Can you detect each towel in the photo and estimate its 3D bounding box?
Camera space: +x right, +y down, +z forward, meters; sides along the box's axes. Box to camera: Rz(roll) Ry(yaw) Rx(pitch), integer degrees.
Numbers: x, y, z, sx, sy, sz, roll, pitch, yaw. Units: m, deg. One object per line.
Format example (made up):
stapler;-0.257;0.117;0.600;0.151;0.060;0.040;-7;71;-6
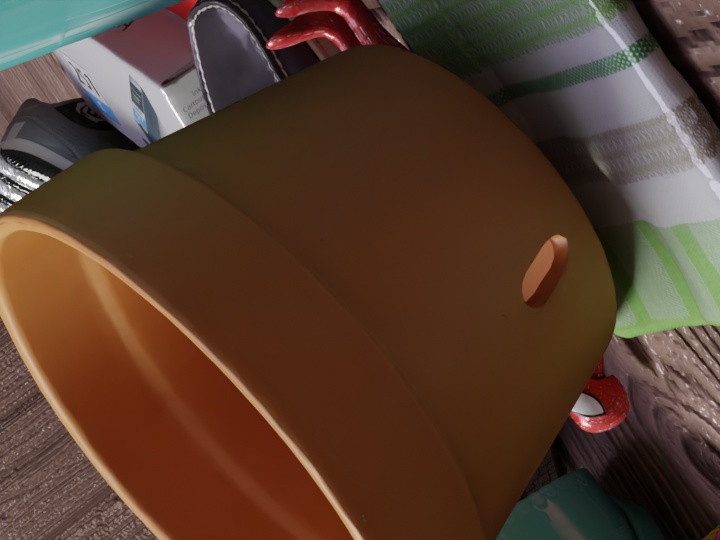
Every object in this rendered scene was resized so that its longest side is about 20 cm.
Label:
towel;0.054;-0.062;0.678;0.201;0.031;0.149;55;168;-6

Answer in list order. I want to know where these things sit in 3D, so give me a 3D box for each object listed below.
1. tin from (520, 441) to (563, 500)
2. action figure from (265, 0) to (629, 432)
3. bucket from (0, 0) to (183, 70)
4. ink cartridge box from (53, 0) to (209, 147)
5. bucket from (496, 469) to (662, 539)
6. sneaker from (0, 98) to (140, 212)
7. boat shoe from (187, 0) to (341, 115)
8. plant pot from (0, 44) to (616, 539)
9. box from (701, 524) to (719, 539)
tin;0.049;0.066;1.015;0.112;0.042;0.201;49;167;33
action figure;0.036;-0.021;0.816;0.200;0.052;0.065;50;162;4
bucket;-0.100;-0.164;0.650;0.208;0.134;0.208;53;161;28
ink cartridge box;-0.125;-0.132;1.093;0.200;0.045;0.177;36;159;52
bucket;0.065;0.189;0.902;0.135;0.206;0.207;54;168;12
sneaker;-0.117;-0.042;1.243;0.199;0.075;0.116;32;-147;-17
boat shoe;-0.025;-0.022;0.874;0.072;0.065;0.201;-14;100;52
plant pot;-0.009;0.019;0.717;0.200;0.140;0.201;39;157;20
box;0.185;0.188;0.667;0.193;0.122;0.200;55;167;-13
